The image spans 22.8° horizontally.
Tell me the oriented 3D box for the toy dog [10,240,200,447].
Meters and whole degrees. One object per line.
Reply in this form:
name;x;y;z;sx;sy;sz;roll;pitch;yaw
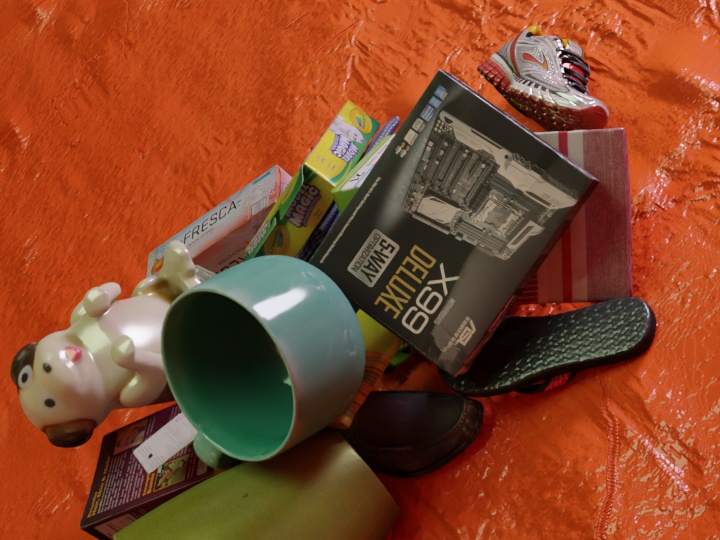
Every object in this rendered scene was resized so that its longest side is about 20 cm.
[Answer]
toy dog;-0.242;0.084;1.743;0.199;0.140;0.194;-24;-14;-30

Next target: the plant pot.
plant pot;-0.072;0.230;1.503;0.200;0.187;0.187;-40;31;-8

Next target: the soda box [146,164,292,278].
soda box;-0.140;-0.028;1.928;0.200;0.068;0.064;-32;36;27

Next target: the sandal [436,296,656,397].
sandal;0.155;0.071;1.490;0.199;0.045;0.075;-12;53;26

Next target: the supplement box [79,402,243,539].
supplement box;-0.165;0.194;1.718;0.200;0.086;0.111;-25;40;35

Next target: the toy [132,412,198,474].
toy;-0.105;0.125;1.599;0.200;0.047;0.115;-39;11;-9

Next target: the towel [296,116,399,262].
towel;-0.019;-0.062;1.772;0.145;0.024;0.200;-59;4;-20

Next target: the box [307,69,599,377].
box;0.075;-0.038;1.475;0.200;0.157;0.050;-55;-12;9

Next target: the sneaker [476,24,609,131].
sneaker;0.179;-0.181;1.673;0.082;0.078;0.200;-47;32;4

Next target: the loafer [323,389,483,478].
loafer;0.019;0.137;1.558;0.199;0.072;0.073;-18;44;41

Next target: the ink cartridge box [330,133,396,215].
ink cartridge box;0.096;-0.085;1.596;0.199;0.076;0.148;-14;18;26

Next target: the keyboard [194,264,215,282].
keyboard;-0.117;0.046;1.750;0.200;0.011;0.057;23;93;50

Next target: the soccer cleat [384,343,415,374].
soccer cleat;0.074;0.018;1.621;0.200;0.068;0.081;-35;23;25

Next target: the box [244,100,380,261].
box;-0.047;-0.076;1.713;0.118;0.048;0.200;-54;2;29

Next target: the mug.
mug;-0.081;0.069;1.472;0.114;0.153;0.185;-28;5;-43

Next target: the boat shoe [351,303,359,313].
boat shoe;-0.003;-0.001;1.713;0.202;0.073;0.063;-67;6;-29

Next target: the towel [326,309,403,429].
towel;0.018;0.055;1.548;0.086;0.018;0.200;4;52;54

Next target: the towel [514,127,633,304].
towel;0.127;-0.044;1.500;0.199;0.023;0.145;-1;91;14
